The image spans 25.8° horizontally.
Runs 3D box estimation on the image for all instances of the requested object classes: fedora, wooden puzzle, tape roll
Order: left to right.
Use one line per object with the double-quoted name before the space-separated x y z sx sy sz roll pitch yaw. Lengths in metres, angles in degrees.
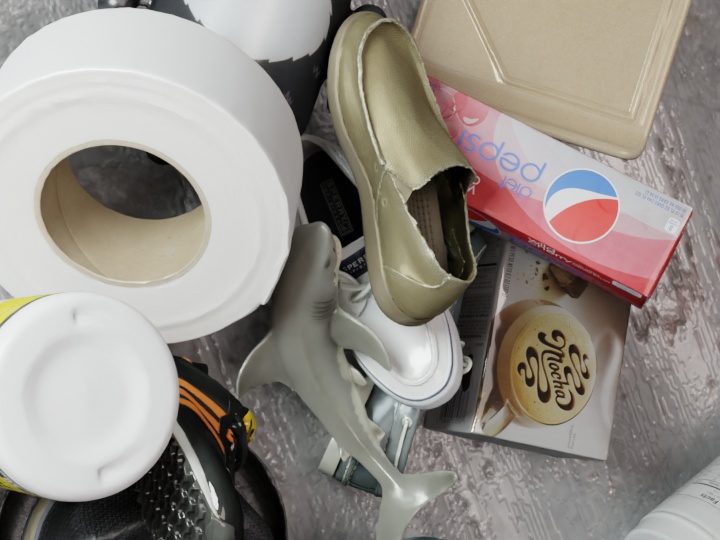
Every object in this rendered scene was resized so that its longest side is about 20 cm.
"tape roll" -0.134 -0.052 0.940 0.202 0.202 0.071 36 32 -21
"fedora" -0.126 0.179 0.991 0.200 0.091 0.202 2 87 -27
"wooden puzzle" 0.140 -0.195 1.127 0.184 0.037 0.201 18 85 7

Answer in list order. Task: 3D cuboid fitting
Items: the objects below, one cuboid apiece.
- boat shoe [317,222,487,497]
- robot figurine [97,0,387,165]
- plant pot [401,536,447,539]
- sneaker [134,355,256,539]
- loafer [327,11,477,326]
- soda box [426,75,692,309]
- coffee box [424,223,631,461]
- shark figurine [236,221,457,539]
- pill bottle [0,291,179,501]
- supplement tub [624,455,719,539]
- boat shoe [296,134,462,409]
"boat shoe" 0.043 0.063 1.085 0.062 0.073 0.201 29 82 5
"robot figurine" -0.075 -0.158 1.013 0.150 0.124 0.201 32 73 -48
"plant pot" 0.034 0.261 1.030 0.201 0.200 0.134 56 40 -13
"sneaker" -0.094 0.101 0.940 0.090 0.200 0.070 -2 115 -28
"loafer" 0.035 -0.068 0.985 0.076 0.067 0.201 -12 88 -47
"soda box" 0.116 -0.052 1.051 0.199 0.063 0.070 27 85 9
"coffee box" 0.127 0.027 1.131 0.112 0.080 0.201 14 81 -22
"shark figurine" -0.031 0.078 1.011 0.089 0.128 0.216 -27 103 -27
"pill bottle" -0.189 0.071 0.903 0.111 0.200 0.112 2 86 -28
"supplement tub" 0.311 0.193 1.188 0.200 0.132 0.132 -34 102 -24
"boat shoe" 0.000 0.000 1.035 0.073 0.065 0.201 -34 70 6
